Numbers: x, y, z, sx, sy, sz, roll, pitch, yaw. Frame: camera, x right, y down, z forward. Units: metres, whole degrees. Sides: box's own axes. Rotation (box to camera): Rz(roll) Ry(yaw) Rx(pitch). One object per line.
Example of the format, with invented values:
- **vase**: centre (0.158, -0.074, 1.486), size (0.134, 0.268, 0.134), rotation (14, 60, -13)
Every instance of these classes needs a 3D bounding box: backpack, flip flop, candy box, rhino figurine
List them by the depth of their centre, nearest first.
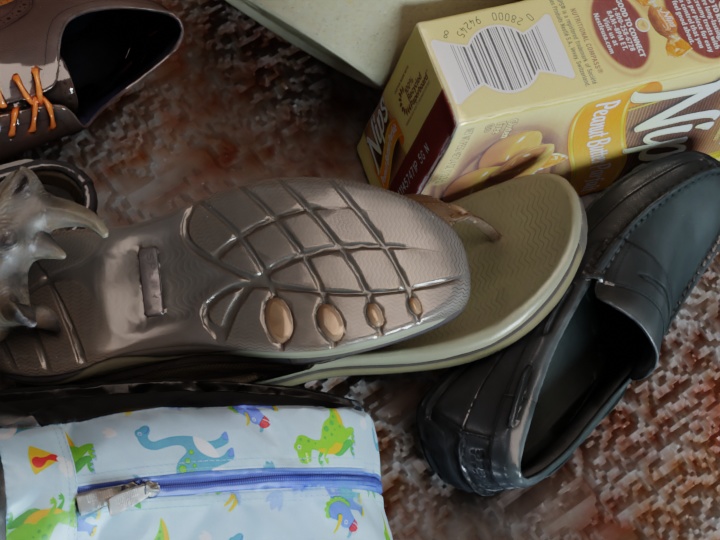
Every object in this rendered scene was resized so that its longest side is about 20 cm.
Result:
- **rhino figurine**: centre (-0.190, 0.012, 0.916), size (0.198, 0.060, 0.088), rotation (-16, 78, 5)
- **backpack**: centre (-0.084, 0.103, 0.929), size (0.199, 0.163, 0.155), rotation (-17, 79, -28)
- **flip flop**: centre (0.000, 0.000, 1.014), size (0.198, 0.058, 0.082), rotation (-12, 50, 1)
- **candy box**: centre (0.108, -0.080, 1.074), size (0.199, 0.116, 0.056), rotation (-13, 70, -20)

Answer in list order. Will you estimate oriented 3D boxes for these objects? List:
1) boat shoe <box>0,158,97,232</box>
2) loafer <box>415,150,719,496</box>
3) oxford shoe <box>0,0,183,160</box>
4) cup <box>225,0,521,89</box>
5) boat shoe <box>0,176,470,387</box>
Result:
- **boat shoe**: centre (-0.193, 0.016, 0.982), size (0.199, 0.060, 0.074), rotation (-28, 80, -23)
- **loafer**: centre (0.108, 0.024, 1.044), size (0.201, 0.070, 0.068), rotation (-45, 124, -25)
- **oxford shoe**: centre (-0.160, -0.076, 0.999), size (0.200, 0.072, 0.072), rotation (-35, 121, -37)
- **cup**: centre (0.004, -0.167, 1.063), size (0.199, 0.200, 0.144), rotation (30, 89, 1)
- **boat shoe**: centre (-0.054, 0.010, 0.964), size (0.198, 0.073, 0.075), rotation (-5, 74, 5)
